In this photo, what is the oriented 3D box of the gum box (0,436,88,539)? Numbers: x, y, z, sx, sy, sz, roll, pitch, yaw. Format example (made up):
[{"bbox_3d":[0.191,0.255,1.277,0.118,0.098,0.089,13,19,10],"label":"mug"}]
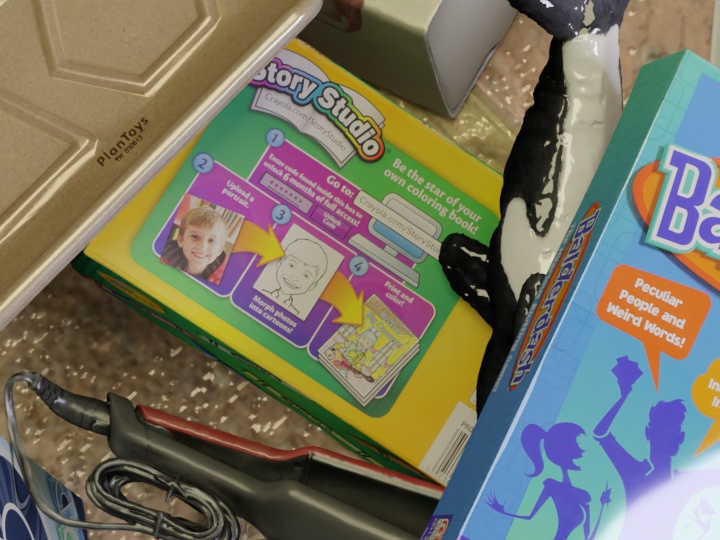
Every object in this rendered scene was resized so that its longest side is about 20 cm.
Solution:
[{"bbox_3d":[-0.140,0.144,0.982,0.044,0.200,0.170,-17,68,8],"label":"gum box"}]

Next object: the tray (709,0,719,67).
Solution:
[{"bbox_3d":[0.195,-0.057,1.086,0.107,0.022,0.200,4,71,12],"label":"tray"}]

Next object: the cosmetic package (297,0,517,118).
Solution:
[{"bbox_3d":[-0.027,-0.160,1.132,0.200,0.087,0.103,25,76,18],"label":"cosmetic package"}]

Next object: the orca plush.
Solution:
[{"bbox_3d":[0.055,-0.009,0.988,0.071,0.105,0.200,5,109,26],"label":"orca plush"}]

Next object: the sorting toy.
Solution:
[{"bbox_3d":[-0.138,-0.091,1.003,0.185,0.036,0.200,-45,65,-5],"label":"sorting toy"}]

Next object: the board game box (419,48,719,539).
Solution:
[{"bbox_3d":[0.128,0.046,0.926,0.152,0.045,0.200,28,77,-12],"label":"board game box"}]

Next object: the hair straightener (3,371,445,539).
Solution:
[{"bbox_3d":[-0.048,0.088,0.999,0.200,0.041,0.077,23,39,6],"label":"hair straightener"}]

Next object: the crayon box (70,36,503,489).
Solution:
[{"bbox_3d":[0.000,0.000,1.043,0.200,0.058,0.119,34,79,-5],"label":"crayon box"}]
